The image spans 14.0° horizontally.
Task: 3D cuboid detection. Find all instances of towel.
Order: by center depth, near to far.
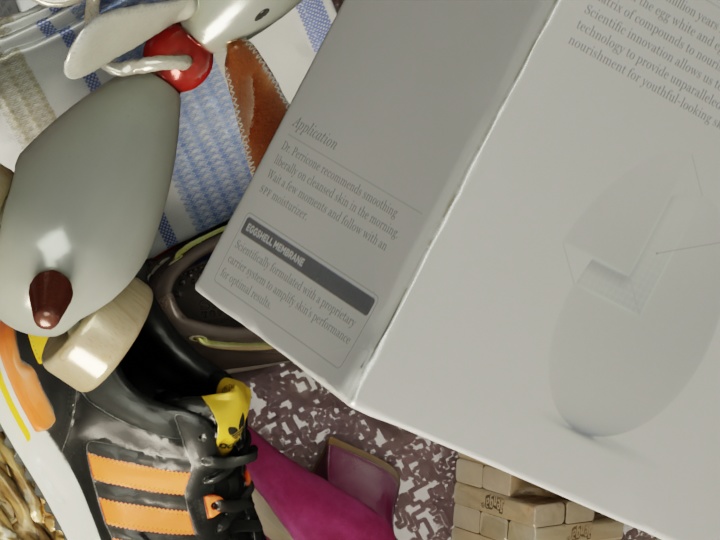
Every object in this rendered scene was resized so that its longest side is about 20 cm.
[{"bbox_3d":[-0.096,-0.062,1.173,0.200,0.024,0.147,-28,136,-3],"label":"towel"}]

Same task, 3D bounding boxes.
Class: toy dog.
[{"bbox_3d":[-0.086,-0.046,1.082,0.132,0.096,0.200,14,100,-17],"label":"toy dog"}]

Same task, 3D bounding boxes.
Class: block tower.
[{"bbox_3d":[0.077,0.092,1.249,0.054,0.058,0.200,-3,100,-38],"label":"block tower"}]

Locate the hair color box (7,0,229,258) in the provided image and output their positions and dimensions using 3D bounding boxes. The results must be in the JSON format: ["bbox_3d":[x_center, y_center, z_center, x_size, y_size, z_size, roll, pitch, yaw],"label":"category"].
[{"bbox_3d":[-0.091,-0.118,1.256,0.111,0.064,0.200,-29,93,0],"label":"hair color box"}]

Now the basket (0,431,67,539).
[{"bbox_3d":[-0.224,0.090,1.233,0.200,0.149,0.143,46,71,-1],"label":"basket"}]

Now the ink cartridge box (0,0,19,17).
[{"bbox_3d":[-0.204,-0.062,1.242,0.160,0.047,0.200,-26,110,21],"label":"ink cartridge box"}]

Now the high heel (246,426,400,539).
[{"bbox_3d":[-0.078,0.095,1.240,0.200,0.096,0.067,23,126,-9],"label":"high heel"}]

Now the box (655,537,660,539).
[{"bbox_3d":[0.219,0.051,1.159,0.109,0.128,0.200,27,88,-6],"label":"box"}]

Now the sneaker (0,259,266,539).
[{"bbox_3d":[-0.070,0.087,1.175,0.090,0.070,0.200,-31,95,31],"label":"sneaker"}]

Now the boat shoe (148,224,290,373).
[{"bbox_3d":[0.000,0.000,1.244,0.200,0.060,0.072,-11,82,-18],"label":"boat shoe"}]

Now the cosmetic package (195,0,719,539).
[{"bbox_3d":[0.083,-0.029,1.070,0.199,0.123,0.200,26,95,-36],"label":"cosmetic package"}]
